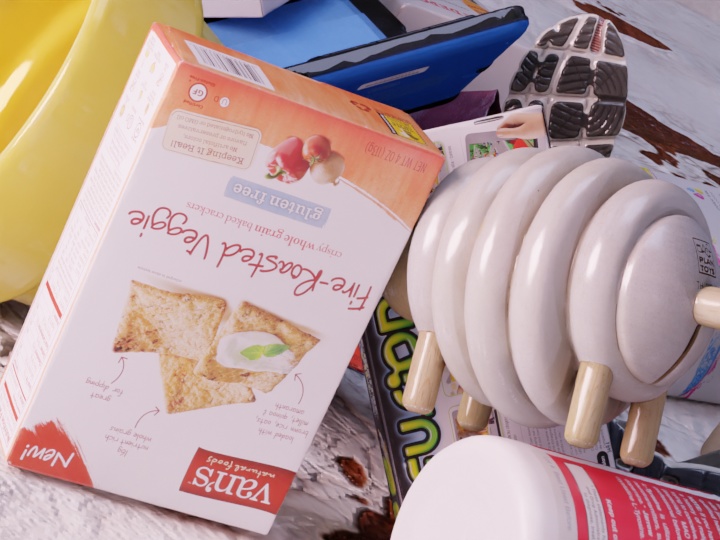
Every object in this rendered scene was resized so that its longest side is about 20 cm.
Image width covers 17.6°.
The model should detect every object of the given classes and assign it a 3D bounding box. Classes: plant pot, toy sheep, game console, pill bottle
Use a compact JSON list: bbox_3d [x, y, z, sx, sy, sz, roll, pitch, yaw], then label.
[{"bbox_3d":[-0.124,-0.053,1.182,0.189,0.201,0.201,36,10,-32],"label":"plant pot"},{"bbox_3d":[0.092,0.011,1.029,0.199,0.139,0.138,10,5,34],"label":"toy sheep"},{"bbox_3d":[-0.029,-0.143,1.413,0.199,0.171,0.119,-19,79,-30],"label":"game console"},{"bbox_3d":[0.120,0.149,1.065,0.199,0.113,0.112,17,19,-31],"label":"pill bottle"}]

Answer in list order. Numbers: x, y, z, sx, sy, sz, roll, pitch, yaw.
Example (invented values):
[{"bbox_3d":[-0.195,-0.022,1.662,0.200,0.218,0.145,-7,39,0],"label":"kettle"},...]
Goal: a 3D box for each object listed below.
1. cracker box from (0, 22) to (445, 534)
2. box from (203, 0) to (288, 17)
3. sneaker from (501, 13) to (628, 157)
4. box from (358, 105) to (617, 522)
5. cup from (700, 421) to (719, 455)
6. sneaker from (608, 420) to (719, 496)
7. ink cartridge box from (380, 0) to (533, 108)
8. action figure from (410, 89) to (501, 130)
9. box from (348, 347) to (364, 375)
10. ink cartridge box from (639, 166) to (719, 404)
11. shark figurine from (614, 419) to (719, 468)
[{"bbox_3d":[-0.066,0.007,1.040,0.133,0.201,0.058,17,18,-25],"label":"cracker box"},{"bbox_3d":[-0.078,-0.216,1.542,0.155,0.041,0.200,4,24,31],"label":"box"},{"bbox_3d":[0.121,-0.074,1.496,0.076,0.201,0.085,11,21,-1],"label":"sneaker"},{"bbox_3d":[0.053,0.030,1.122,0.109,0.201,0.035,-12,3,-7],"label":"box"},{"bbox_3d":[0.337,0.104,1.479,0.199,0.144,0.200,25,16,-8],"label":"cup"},{"bbox_3d":[0.133,0.127,1.260,0.199,0.078,0.080,25,-13,7],"label":"sneaker"},{"bbox_3d":[0.005,-0.161,1.746,0.147,0.145,0.200,14,22,-39],"label":"ink cartridge box"},{"bbox_3d":[0.004,-0.081,1.541,0.199,0.150,0.134,16,40,28],"label":"action figure"},{"bbox_3d":[0.027,0.013,1.241,0.199,0.100,0.095,21,-4,42],"label":"box"},{"bbox_3d":[0.211,0.008,1.608,0.199,0.084,0.145,11,41,-44],"label":"ink cartridge box"},{"bbox_3d":[0.133,0.061,1.396,0.128,0.090,0.214,7,24,-46],"label":"shark figurine"}]
